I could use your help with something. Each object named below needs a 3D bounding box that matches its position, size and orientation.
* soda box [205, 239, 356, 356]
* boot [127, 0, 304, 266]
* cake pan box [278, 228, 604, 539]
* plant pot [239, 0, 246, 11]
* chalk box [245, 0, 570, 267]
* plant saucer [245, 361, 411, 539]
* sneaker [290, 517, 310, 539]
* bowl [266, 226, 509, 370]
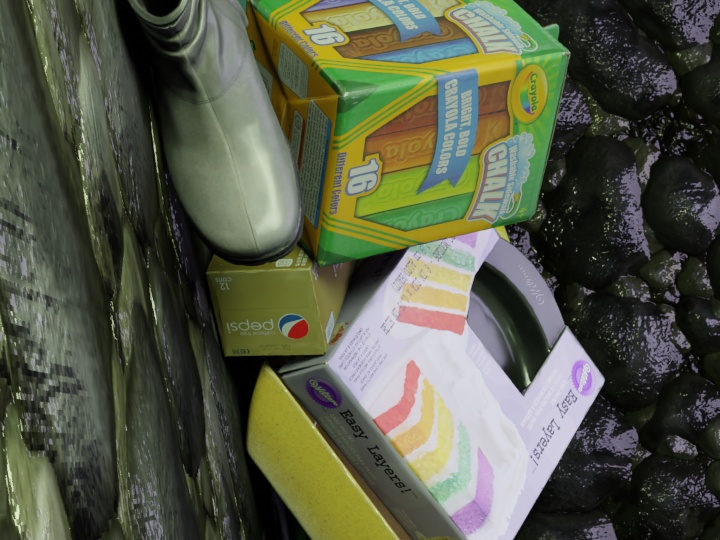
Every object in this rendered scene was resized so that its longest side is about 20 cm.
[{"bbox_3d":[-0.038,-0.030,1.215,0.200,0.067,0.064,-72,156,-55],"label":"soda box"},{"bbox_3d":[-0.088,-0.107,0.974,0.132,0.069,0.201,64,6,-75],"label":"boot"},{"bbox_3d":[0.061,0.068,1.241,0.185,0.052,0.200,55,47,-18],"label":"cake pan box"},{"bbox_3d":[-0.046,-0.229,1.179,0.134,0.199,0.201,51,-19,41],"label":"plant pot"},{"bbox_3d":[0.041,-0.101,1.156,0.124,0.199,0.125,50,-36,43],"label":"chalk box"},{"bbox_3d":[-0.003,0.164,1.241,0.200,0.048,0.200,51,-1,15],"label":"plant saucer"},{"bbox_3d":[-0.011,0.241,1.302,0.084,0.073,0.201,85,-2,-56],"label":"sneaker"},{"bbox_3d":[0.000,0.000,1.339,0.108,0.199,0.202,34,45,-67],"label":"bowl"}]
